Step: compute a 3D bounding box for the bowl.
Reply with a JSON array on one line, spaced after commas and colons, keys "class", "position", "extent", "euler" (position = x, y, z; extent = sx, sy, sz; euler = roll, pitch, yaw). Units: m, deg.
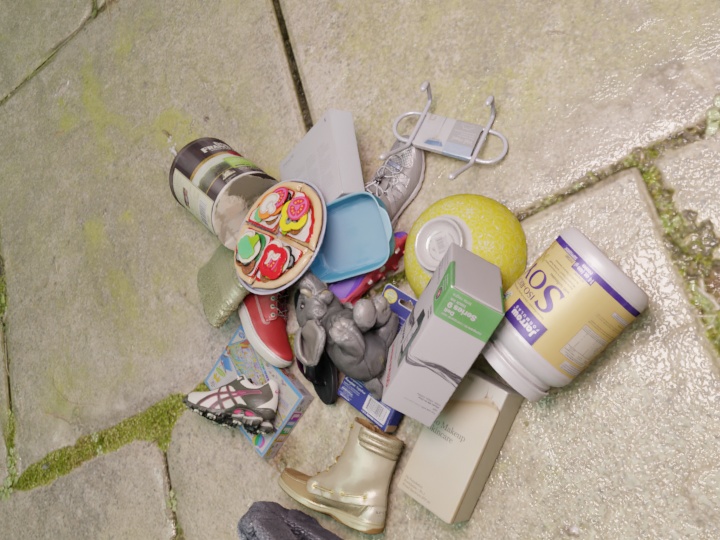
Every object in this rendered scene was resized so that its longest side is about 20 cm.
[{"class": "bowl", "position": [0.139, -0.029, 1.077], "extent": [0.197, 0.107, 0.205], "euler": [-8, 75, 31]}]

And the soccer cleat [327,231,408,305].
[{"class": "soccer cleat", "position": [0.000, 0.000, 1.185], "extent": [0.077, 0.066, 0.200], "euler": [48, 111, 19]}]

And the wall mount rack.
[{"class": "wall mount rack", "position": [0.123, -0.205, 1.110], "extent": [0.197, 0.075, 0.176], "euler": [18, 67, 23]}]

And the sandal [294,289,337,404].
[{"class": "sandal", "position": [-0.088, 0.131, 1.208], "extent": [0.075, 0.047, 0.204], "euler": [-40, 62, 54]}]

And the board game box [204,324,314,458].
[{"class": "board game box", "position": [-0.186, 0.212, 1.279], "extent": [0.200, 0.034, 0.135], "euler": [43, 103, 32]}]

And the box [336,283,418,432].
[{"class": "box", "position": [0.048, 0.136, 1.136], "extent": [0.120, 0.032, 0.203], "euler": [31, 100, 41]}]

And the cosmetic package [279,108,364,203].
[{"class": "cosmetic package", "position": [-0.071, -0.158, 1.229], "extent": [0.199, 0.051, 0.154], "euler": [-34, 62, 52]}]

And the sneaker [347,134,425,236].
[{"class": "sneaker", "position": [0.043, -0.131, 1.176], "extent": [0.074, 0.082, 0.203], "euler": [25, 93, 34]}]

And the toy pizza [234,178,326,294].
[{"class": "toy pizza", "position": [-0.137, -0.060, 1.154], "extent": [0.197, 0.032, 0.204], "euler": [-17, 60, 32]}]

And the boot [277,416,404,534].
[{"class": "boot", "position": [-0.032, 0.307, 1.136], "extent": [0.197, 0.072, 0.159], "euler": [14, 88, 32]}]

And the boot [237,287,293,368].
[{"class": "boot", "position": [-0.143, 0.058, 1.266], "extent": [0.144, 0.072, 0.201], "euler": [-43, 57, 16]}]

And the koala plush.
[{"class": "koala plush", "position": [-0.139, 0.490, 1.119], "extent": [0.182, 0.176, 0.203], "euler": [23, 93, 45]}]

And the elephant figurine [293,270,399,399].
[{"class": "elephant figurine", "position": [-0.046, 0.085, 1.128], "extent": [0.197, 0.141, 0.157], "euler": [12, 71, 38]}]

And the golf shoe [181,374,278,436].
[{"class": "golf shoe", "position": [-0.222, 0.228, 1.248], "extent": [0.197, 0.077, 0.089], "euler": [4, 62, 31]}]

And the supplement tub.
[{"class": "supplement tub", "position": [0.263, 0.061, 0.954], "extent": [0.201, 0.145, 0.146], "euler": [-48, 59, 14]}]

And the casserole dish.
[{"class": "casserole dish", "position": [-0.018, -0.053, 1.136], "extent": [0.198, 0.038, 0.124], "euler": [-17, 89, 41]}]

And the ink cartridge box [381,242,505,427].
[{"class": "ink cartridge box", "position": [0.111, 0.087, 0.980], "extent": [0.083, 0.146, 0.202], "euler": [26, 114, -5]}]

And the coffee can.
[{"class": "coffee can", "position": [-0.243, -0.141, 1.304], "extent": [0.199, 0.145, 0.148], "euler": [37, 100, 44]}]

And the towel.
[{"class": "towel", "position": [-0.245, 0.007, 1.314], "extent": [0.149, 0.036, 0.201], "euler": [-49, 33, 10]}]

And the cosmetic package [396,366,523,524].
[{"class": "cosmetic package", "position": [0.144, 0.247, 1.036], "extent": [0.103, 0.073, 0.203], "euler": [25, 94, 34]}]
